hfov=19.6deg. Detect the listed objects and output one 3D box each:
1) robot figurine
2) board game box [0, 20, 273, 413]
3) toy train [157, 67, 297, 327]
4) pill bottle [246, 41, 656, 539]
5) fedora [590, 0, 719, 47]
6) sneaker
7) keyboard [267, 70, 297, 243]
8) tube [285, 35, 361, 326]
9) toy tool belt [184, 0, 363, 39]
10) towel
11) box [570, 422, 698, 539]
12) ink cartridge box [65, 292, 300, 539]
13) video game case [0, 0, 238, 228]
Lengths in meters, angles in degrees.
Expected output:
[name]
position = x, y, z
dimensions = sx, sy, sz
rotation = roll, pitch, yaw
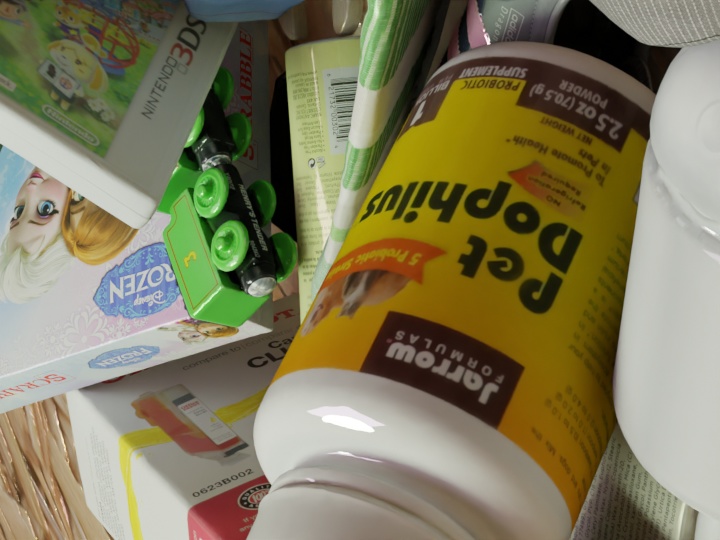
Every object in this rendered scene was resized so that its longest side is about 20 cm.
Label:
[robot figurine]
position = 0.136, -0.002, 0.613
dimensions = 0.170, 0.112, 0.201
rotation = -111, 18, -49
[board game box]
position = -0.131, -0.045, 1.041
dimensions = 0.199, 0.041, 0.201
rotation = -18, 63, 34
[toy train]
position = -0.081, -0.061, 0.954
dimensions = 0.056, 0.042, 0.201
rotation = -45, 51, 30
[pill bottle]
position = 0.035, 0.029, 0.691
dimensions = 0.109, 0.201, 0.109
rotation = 20, 150, 12
[fedora]
position = 0.113, -0.132, 0.551
dimensions = 0.090, 0.200, 0.177
rotation = 46, -164, -17
[sneaker]
position = 0.068, -0.063, 0.771
dimensions = 0.082, 0.070, 0.201
rotation = 54, 153, 32
[keyboard]
position = 0.019, -0.013, 0.964
dimensions = 0.200, 0.039, 0.105
rotation = 39, 125, 45
[tube]
position = 0.000, 0.000, 0.915
dimensions = 0.058, 0.052, 0.201
rotation = -12, 83, 60
[toy tool belt]
position = -0.035, -0.148, 0.875
dimensions = 0.200, 0.124, 0.124
rotation = 141, 118, -65
[towel]
position = 0.019, -0.101, 0.790
dimensions = 0.023, 0.153, 0.201
rotation = 19, 139, 5
[box]
position = 0.079, 0.058, 0.797
dimensions = 0.200, 0.068, 0.083
rotation = 34, 126, 48
[ink cartridge box]
position = -0.040, 0.101, 1.020
dimensions = 0.200, 0.144, 0.084
rotation = 35, 139, 53
[video game case]
position = -0.150, -0.127, 0.887
dimensions = 0.022, 0.199, 0.182
rotation = -49, 15, 35
